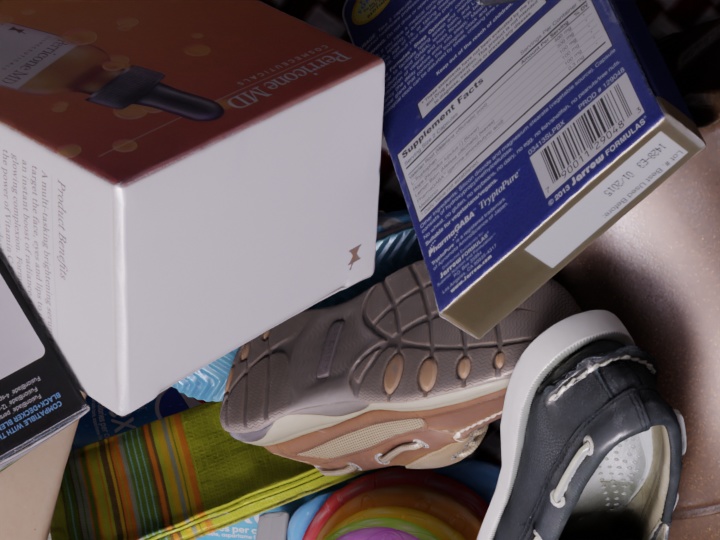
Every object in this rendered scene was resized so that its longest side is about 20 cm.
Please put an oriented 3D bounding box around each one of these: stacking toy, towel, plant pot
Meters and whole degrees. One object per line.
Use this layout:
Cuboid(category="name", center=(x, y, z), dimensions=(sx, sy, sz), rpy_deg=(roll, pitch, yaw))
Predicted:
Cuboid(category="stacking toy", center=(0.010, 0.146, 0.927), dimensions=(0.115, 0.200, 0.111), rpy_deg=(-13, 88, 11))
Cuboid(category="towel", center=(-0.056, 0.082, 1.027), dimensions=(0.199, 0.086, 0.018), rpy_deg=(-21, 128, -4))
Cuboid(category="plant pot", center=(0.159, 0.012, 0.930), dimensions=(0.199, 0.200, 0.199), rpy_deg=(-27, 107, 24))

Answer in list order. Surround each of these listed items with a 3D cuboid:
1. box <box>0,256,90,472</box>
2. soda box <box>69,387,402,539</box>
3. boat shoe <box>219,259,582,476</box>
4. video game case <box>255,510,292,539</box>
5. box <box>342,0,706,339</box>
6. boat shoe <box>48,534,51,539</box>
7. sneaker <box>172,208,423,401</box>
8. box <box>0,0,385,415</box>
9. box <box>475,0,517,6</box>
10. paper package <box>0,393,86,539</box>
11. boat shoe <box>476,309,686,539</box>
Cuboid(category="box", center=(-0.203, 0.001, 0.868), dimensions=(0.201, 0.060, 0.117), rpy_deg=(59, 141, 3))
Cuboid(category="soda box", center=(-0.073, 0.103, 1.096), dimensions=(0.198, 0.064, 0.068), rpy_deg=(3, 122, 7))
Cuboid(category="boat shoe", center=(0.026, 0.046, 0.923), dimensions=(0.072, 0.076, 0.199), rpy_deg=(38, 148, -31))
Cuboid(category="video game case", center=(-0.015, 0.231, 1.063), dimensions=(0.017, 0.144, 0.200), rpy_deg=(-8, 141, 19))
Cuboid(category="box", center=(0.060, -0.082, 0.884), dimensions=(0.032, 0.201, 0.121), rpy_deg=(29, 120, -37))
Cuboid(category="boat shoe", center=(-0.234, 0.086, 1.052), dimensions=(0.199, 0.072, 0.076), rpy_deg=(34, 93, -17))
Cuboid(category="sneaker", center=(0.000, 0.000, 1.013), dimensions=(0.199, 0.081, 0.077), rpy_deg=(-10, 119, 2))
Cuboid(category="box", center=(-0.111, -0.053, 0.905), dimensions=(0.199, 0.152, 0.107), rpy_deg=(27, 130, 33))
Cuboid(category="box", center=(0.117, -0.224, 0.797), dimensions=(0.199, 0.118, 0.198), rpy_deg=(-11, 121, -5))
Cuboid(category="paper package", center=(-0.232, 0.083, 0.959), dimensions=(0.199, 0.192, 0.103), rpy_deg=(19, 154, -14))
Cuboid(category="boat shoe", center=(0.090, 0.106, 0.866), dimensions=(0.075, 0.060, 0.201), rpy_deg=(-22, 139, -14))
